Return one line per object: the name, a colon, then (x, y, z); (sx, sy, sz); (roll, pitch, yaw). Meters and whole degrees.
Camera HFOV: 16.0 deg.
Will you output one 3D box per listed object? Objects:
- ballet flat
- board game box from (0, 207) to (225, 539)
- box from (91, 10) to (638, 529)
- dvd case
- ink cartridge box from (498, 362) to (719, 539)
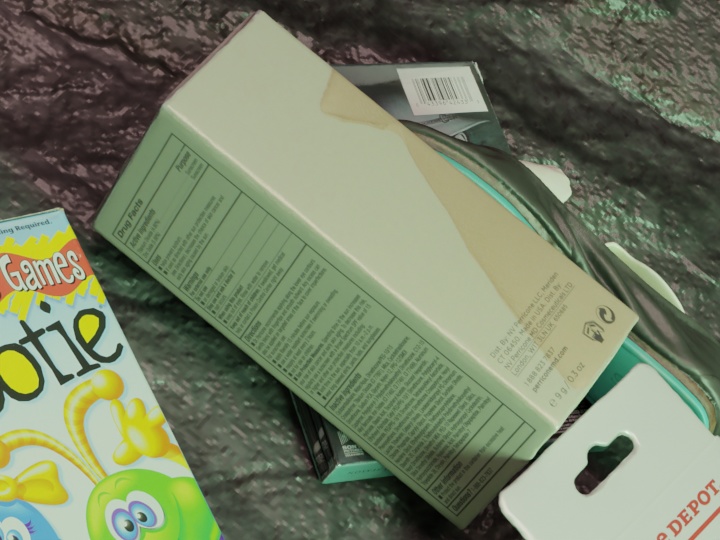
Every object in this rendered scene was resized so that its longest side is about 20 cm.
ballet flat: (0.081, 0.001, 1.097); (0.200, 0.068, 0.068); (44, 39, -7)
board game box: (-0.125, 0.094, 0.921); (0.103, 0.105, 0.200); (-14, 66, -34)
box: (0.000, 0.000, 1.032); (0.200, 0.095, 0.078); (40, 50, 1)
dvd case: (0.019, -0.005, 1.119); (0.146, 0.022, 0.200); (-5, 62, -30)
ink cartridge box: (0.133, 0.150, 1.024); (0.200, 0.068, 0.116); (50, 50, 2)
